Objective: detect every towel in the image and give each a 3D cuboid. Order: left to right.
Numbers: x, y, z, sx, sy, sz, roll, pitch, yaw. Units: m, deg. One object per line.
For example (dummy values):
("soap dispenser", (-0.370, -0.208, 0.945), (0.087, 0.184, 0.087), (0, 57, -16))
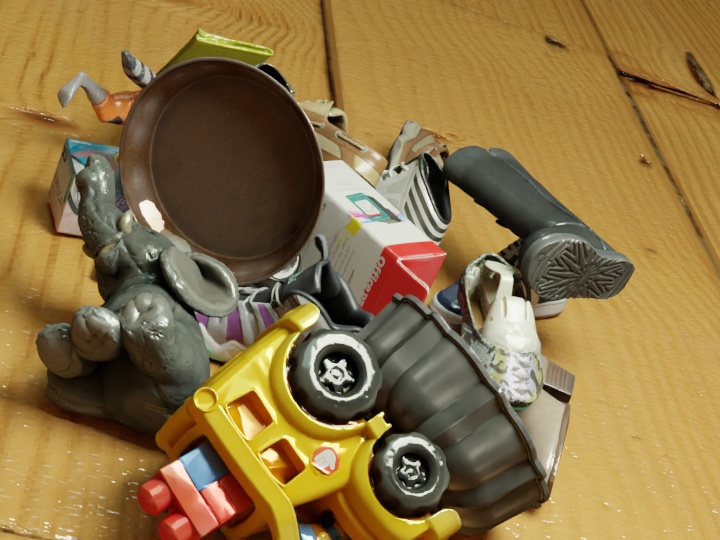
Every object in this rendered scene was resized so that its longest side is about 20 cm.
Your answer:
("towel", (-0.171, -0.196, 1.526), (0.086, 0.200, 0.018), (6, 71, -29))

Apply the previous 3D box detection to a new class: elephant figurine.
("elephant figurine", (-0.168, 0.022, 1.176), (0.141, 0.156, 0.200), (2, 37, 7))

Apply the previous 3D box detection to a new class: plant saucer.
("plant saucer", (-0.117, -0.087, 1.292), (0.200, 0.201, 0.034), (30, 23, 13))

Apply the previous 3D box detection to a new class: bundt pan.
("bundt pan", (0.056, 0.121, 1.149), (0.076, 0.202, 0.202), (-34, 53, -14))

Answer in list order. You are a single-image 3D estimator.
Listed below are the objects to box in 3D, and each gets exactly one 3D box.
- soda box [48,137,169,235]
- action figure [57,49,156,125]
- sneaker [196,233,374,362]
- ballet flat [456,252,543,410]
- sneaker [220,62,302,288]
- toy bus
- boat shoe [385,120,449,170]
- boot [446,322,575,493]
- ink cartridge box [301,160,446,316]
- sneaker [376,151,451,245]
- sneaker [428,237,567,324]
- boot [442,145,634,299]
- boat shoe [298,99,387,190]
("soda box", (-0.185, -0.064, 1.387), (0.199, 0.069, 0.064), (8, 33, -27))
("action figure", (-0.168, -0.153, 1.449), (0.199, 0.105, 0.193), (11, 7, 24))
("sneaker", (-0.069, 0.022, 1.250), (0.200, 0.140, 0.078), (28, 29, 9))
("ballet flat", (0.123, 0.042, 1.312), (0.072, 0.072, 0.200), (16, 26, -14))
("sneaker", (-0.089, -0.080, 1.330), (0.075, 0.106, 0.201), (-12, 78, -33))
("toy bus", (-0.056, 0.154, 1.046), (0.192, 0.136, 0.200), (-33, 85, -34))
("boat shoe", (0.062, -0.110, 1.646), (0.072, 0.076, 0.200), (25, 30, 0))
("boot", (0.112, 0.117, 1.312), (0.146, 0.070, 0.200), (18, 27, 3))
("ink cartridge box", (0.000, 0.000, 1.366), (0.067, 0.116, 0.200), (-7, 41, -45))
("sneaker", (0.027, -0.088, 1.521), (0.076, 0.115, 0.201), (17, 25, -52))
("sneaker", (0.155, -0.002, 1.490), (0.200, 0.109, 0.070), (-10, 42, -45))
("boot", (0.149, -0.057, 1.414), (0.165, 0.066, 0.200), (17, 27, -52))
("boat shoe", (-0.043, -0.134, 1.507), (0.200, 0.074, 0.076), (43, -1, 35))
